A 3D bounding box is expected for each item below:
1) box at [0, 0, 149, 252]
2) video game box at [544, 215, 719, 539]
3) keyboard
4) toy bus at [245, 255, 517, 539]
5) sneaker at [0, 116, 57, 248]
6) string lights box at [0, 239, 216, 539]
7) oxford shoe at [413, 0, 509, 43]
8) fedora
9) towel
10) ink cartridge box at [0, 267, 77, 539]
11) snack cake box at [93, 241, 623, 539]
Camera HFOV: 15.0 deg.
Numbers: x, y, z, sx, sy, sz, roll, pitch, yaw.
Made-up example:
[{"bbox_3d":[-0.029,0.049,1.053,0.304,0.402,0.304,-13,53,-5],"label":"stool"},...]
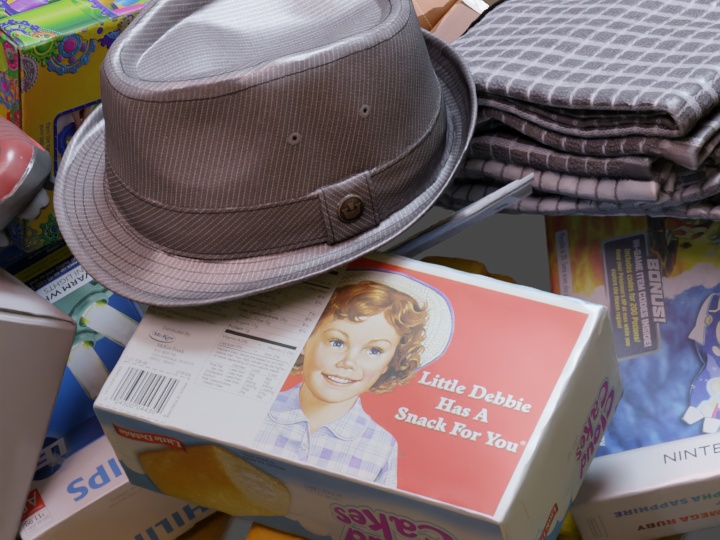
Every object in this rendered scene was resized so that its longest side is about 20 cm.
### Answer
[{"bbox_3d":[-0.150,-0.133,1.423,0.192,0.122,0.200,-22,42,-32],"label":"box"},{"bbox_3d":[0.180,0.022,1.263,0.182,0.047,0.200,-11,50,11],"label":"video game box"},{"bbox_3d":[0.000,0.000,1.294,0.200,0.011,0.056,-28,-4,43],"label":"keyboard"},{"bbox_3d":[0.012,0.075,1.266,0.065,0.078,0.200,7,56,26],"label":"toy bus"},{"bbox_3d":[-0.222,-0.071,1.298,0.071,0.098,0.200,-48,41,-14],"label":"sneaker"},{"bbox_3d":[-0.146,0.057,1.358,0.103,0.059,0.200,-31,48,-4],"label":"string lights box"},{"bbox_3d":[-0.011,-0.082,1.390,0.071,0.071,0.200,41,84,19],"label":"oxford shoe"},{"bbox_3d":[-0.047,-0.079,1.212,0.199,0.090,0.177,-18,43,-8],"label":"fedora"},{"bbox_3d":[0.132,-0.093,1.295,0.200,0.086,0.166,5,32,44],"label":"towel"},{"bbox_3d":[-0.258,0.050,1.293,0.200,0.146,0.147,31,107,49],"label":"ink cartridge box"},{"bbox_3d":[0.000,0.055,1.189,0.200,0.067,0.115,14,57,25],"label":"snack cake box"}]
